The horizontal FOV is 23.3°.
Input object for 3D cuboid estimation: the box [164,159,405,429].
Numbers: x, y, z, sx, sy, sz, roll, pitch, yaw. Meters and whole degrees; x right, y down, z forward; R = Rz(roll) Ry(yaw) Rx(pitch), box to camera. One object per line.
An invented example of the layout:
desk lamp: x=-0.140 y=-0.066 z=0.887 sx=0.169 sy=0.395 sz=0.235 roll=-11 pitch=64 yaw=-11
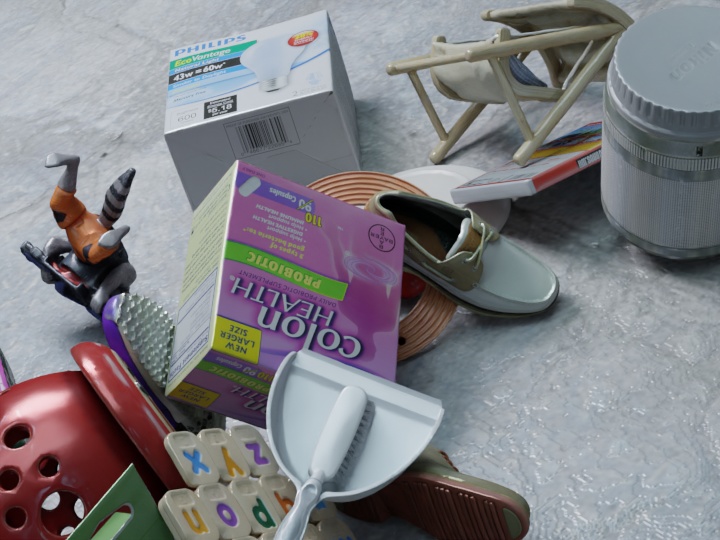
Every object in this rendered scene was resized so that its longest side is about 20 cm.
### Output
box: x=-0.062 y=0.033 z=1.532 sx=0.097 sy=0.175 sz=0.201 roll=-43 pitch=33 yaw=48

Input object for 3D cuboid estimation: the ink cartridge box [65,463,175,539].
ink cartridge box: x=-0.175 y=0.251 z=1.299 sx=0.059 sy=0.201 sz=0.104 roll=1 pitch=36 yaw=39

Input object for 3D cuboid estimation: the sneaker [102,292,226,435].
sneaker: x=-0.200 y=0.100 z=1.545 sx=0.099 sy=0.201 sz=0.070 roll=-8 pitch=47 yaw=19

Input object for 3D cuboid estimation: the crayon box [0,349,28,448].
crayon box: x=-0.408 y=0.162 z=1.669 sx=0.172 sy=0.059 sz=0.200 roll=-23 pitch=33 yaw=-7

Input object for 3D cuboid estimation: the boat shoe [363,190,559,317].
boat shoe: x=0.093 y=-0.016 z=1.621 sx=0.199 sy=0.068 sz=0.075 roll=20 pitch=68 yaw=2

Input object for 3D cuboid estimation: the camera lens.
camera lens: x=0.303 y=-0.122 z=1.614 sx=0.159 sy=0.201 sz=0.161 roll=-3 pitch=48 yaw=4

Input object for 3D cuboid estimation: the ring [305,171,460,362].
ring: x=0.000 y=0.000 z=1.664 sx=0.199 sy=0.019 sz=0.202 roll=0 pitch=69 yaw=0

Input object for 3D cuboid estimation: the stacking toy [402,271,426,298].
stacking toy: x=-0.029 y=0.005 z=1.714 sx=0.199 sy=0.086 sz=0.086 roll=-7 pitch=34 yaw=7

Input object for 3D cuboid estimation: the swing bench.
swing bench: x=0.169 y=-0.213 z=1.839 sx=0.200 sy=0.130 sz=0.199 roll=-33 pitch=15 yaw=-20

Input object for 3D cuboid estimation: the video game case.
video game case: x=0.205 y=-0.115 z=1.762 sx=0.199 sy=0.018 sz=0.143 roll=-27 pitch=11 yaw=-27

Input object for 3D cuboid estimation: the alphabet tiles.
alphabet tiles: x=-0.073 y=0.205 z=1.350 sx=0.015 sy=0.200 sz=0.196 roll=-44 pitch=68 yaw=24

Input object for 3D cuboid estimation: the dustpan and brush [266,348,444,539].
dustpan and brush: x=-0.028 y=0.155 z=1.369 sx=0.139 sy=0.057 sz=0.201 roll=20 pitch=64 yaw=10

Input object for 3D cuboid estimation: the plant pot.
plant pot: x=-0.232 y=0.173 z=1.417 sx=0.182 sy=0.201 sz=0.200 roll=-37 pitch=36 yaw=-8

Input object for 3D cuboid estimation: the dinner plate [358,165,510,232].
dinner plate: x=0.057 y=-0.060 z=1.815 sx=0.199 sy=0.024 sz=0.201 roll=-13 pitch=33 yaw=8

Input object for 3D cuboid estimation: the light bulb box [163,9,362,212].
light bulb box: x=-0.109 y=-0.176 z=1.966 sx=0.197 sy=0.125 sz=0.200 roll=-14 pitch=34 yaw=5

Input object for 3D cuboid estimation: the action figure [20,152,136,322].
action figure: x=-0.249 y=-0.009 z=1.755 sx=0.200 sy=0.194 sz=0.105 roll=40 pitch=64 yaw=17

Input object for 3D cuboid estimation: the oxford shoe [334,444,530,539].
oxford shoe: x=0.061 y=0.172 z=1.432 sx=0.199 sy=0.071 sz=0.074 roll=11 pitch=40 yaw=35
